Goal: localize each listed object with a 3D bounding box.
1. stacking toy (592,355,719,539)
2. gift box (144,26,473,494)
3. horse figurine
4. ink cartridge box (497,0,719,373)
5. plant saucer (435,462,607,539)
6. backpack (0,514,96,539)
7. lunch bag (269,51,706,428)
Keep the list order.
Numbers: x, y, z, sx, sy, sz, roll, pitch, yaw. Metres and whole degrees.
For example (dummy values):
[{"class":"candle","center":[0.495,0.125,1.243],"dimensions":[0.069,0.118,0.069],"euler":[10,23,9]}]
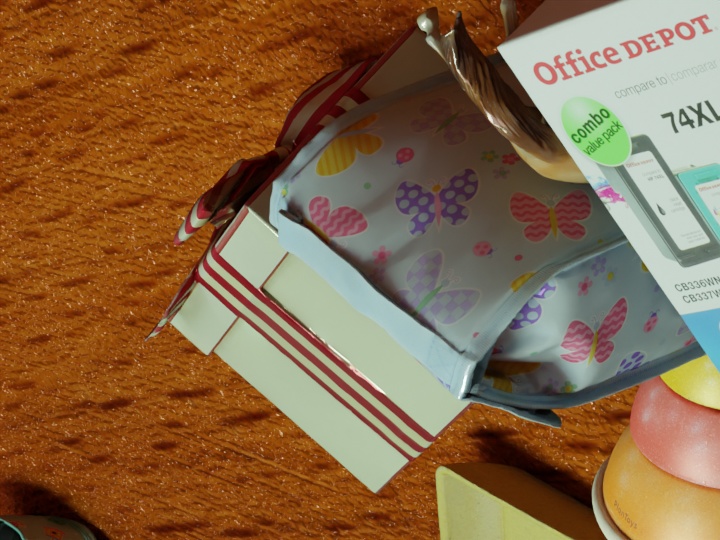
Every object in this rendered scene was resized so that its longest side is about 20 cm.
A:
[{"class":"stacking toy","center":[0.202,0.060,1.372],"dimensions":[0.146,0.146,0.200],"euler":[24,129,31]},{"class":"gift box","center":[0.000,0.000,1.460],"dimensions":[0.187,0.185,0.200],"euler":[42,144,0]},{"class":"horse figurine","center":[0.110,-0.089,1.227],"dimensions":[0.133,0.200,0.050],"euler":[56,131,16]},{"class":"ink cartridge box","center":[0.196,-0.076,1.151],"dimensions":[0.200,0.146,0.147],"euler":[54,147,-14]},{"class":"plant saucer","center":[0.146,0.216,1.689],"dimensions":[0.200,0.048,0.200],"euler":[28,146,26]},{"class":"backpack","center":[-0.282,0.307,2.215],"dimensions":[0.176,0.153,0.200],"euler":[-4,88,55]},{"class":"lunch bag","center":[0.074,-0.014,1.283],"dimensions":[0.170,0.200,0.127],"euler":[38,135,37]}]
